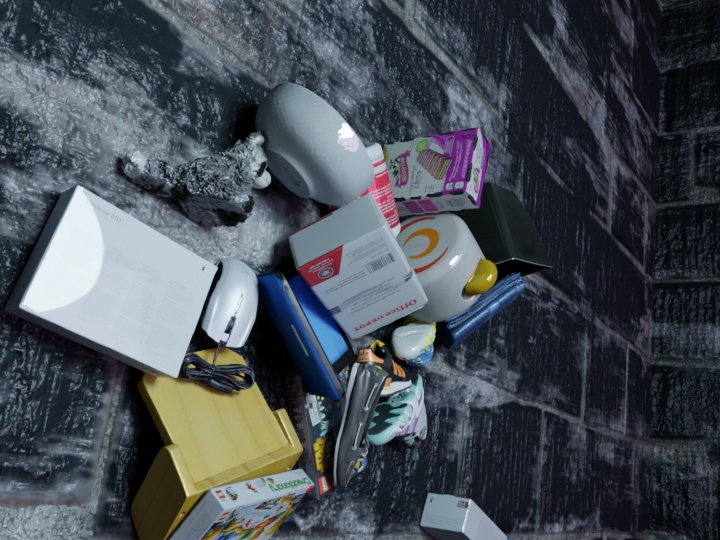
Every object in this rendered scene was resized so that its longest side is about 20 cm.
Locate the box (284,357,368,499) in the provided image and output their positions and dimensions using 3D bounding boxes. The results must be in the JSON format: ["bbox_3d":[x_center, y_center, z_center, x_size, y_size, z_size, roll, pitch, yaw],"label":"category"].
[{"bbox_3d":[-0.052,0.246,1.128,0.137,0.040,0.200,-16,100,-52],"label":"box"}]

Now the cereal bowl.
[{"bbox_3d":[-0.080,-0.167,1.006,0.083,0.200,0.200,-47,127,-17],"label":"cereal bowl"}]

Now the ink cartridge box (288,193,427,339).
[{"bbox_3d":[0.000,0.000,1.082,0.200,0.144,0.084,57,9,-45],"label":"ink cartridge box"}]

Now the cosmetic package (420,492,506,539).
[{"bbox_3d":[0.211,0.528,1.412,0.200,0.102,0.074,49,49,-39],"label":"cosmetic package"}]

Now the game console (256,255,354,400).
[{"bbox_3d":[-0.062,0.074,1.036,0.118,0.171,0.200,-30,98,-23],"label":"game console"}]

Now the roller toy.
[{"bbox_3d":[0.136,-0.005,1.277,0.140,0.200,0.183,52,15,-39],"label":"roller toy"}]

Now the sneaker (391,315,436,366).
[{"bbox_3d":[0.107,0.145,1.295,0.200,0.076,0.105,-46,133,-65],"label":"sneaker"}]

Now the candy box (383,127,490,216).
[{"bbox_3d":[0.125,-0.174,1.264,0.061,0.200,0.137,39,56,-45],"label":"candy box"}]

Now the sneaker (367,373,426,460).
[{"bbox_3d":[0.077,0.291,1.259,0.200,0.078,0.140,-41,122,-54],"label":"sneaker"}]

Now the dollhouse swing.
[{"bbox_3d":[-0.213,0.231,0.916,0.200,0.176,0.182,-8,135,-54],"label":"dollhouse swing"}]

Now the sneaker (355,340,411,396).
[{"bbox_3d":[0.041,0.163,1.203,0.200,0.070,0.090,2,84,-72],"label":"sneaker"}]

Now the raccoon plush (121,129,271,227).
[{"bbox_3d":[-0.200,-0.149,0.921,0.200,0.097,0.134,36,52,-46],"label":"raccoon plush"}]

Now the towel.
[{"bbox_3d":[0.247,0.082,1.443,0.200,0.049,0.112,-35,163,-16],"label":"towel"}]

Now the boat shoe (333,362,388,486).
[{"bbox_3d":[-0.001,0.243,1.076,0.067,0.057,0.200,-16,116,-77],"label":"boat shoe"}]

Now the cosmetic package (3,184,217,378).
[{"bbox_3d":[-0.278,0.019,0.809,0.200,0.052,0.151,35,61,-37],"label":"cosmetic package"}]

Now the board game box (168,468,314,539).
[{"bbox_3d":[-0.155,0.318,0.886,0.126,0.035,0.200,-51,154,12],"label":"board game box"}]

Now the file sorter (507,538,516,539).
[{"bbox_3d":[0.398,0.732,1.631,0.200,0.123,0.139,52,48,-37],"label":"file sorter"}]

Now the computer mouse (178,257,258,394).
[{"bbox_3d":[-0.176,0.062,0.932,0.110,0.044,0.200,26,52,-29],"label":"computer mouse"}]

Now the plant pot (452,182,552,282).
[{"bbox_3d":[0.252,-0.071,1.452,0.200,0.199,0.178,7,69,-53],"label":"plant pot"}]

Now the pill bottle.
[{"bbox_3d":[0.003,-0.104,1.168,0.112,0.112,0.200,-34,114,-49],"label":"pill bottle"}]
